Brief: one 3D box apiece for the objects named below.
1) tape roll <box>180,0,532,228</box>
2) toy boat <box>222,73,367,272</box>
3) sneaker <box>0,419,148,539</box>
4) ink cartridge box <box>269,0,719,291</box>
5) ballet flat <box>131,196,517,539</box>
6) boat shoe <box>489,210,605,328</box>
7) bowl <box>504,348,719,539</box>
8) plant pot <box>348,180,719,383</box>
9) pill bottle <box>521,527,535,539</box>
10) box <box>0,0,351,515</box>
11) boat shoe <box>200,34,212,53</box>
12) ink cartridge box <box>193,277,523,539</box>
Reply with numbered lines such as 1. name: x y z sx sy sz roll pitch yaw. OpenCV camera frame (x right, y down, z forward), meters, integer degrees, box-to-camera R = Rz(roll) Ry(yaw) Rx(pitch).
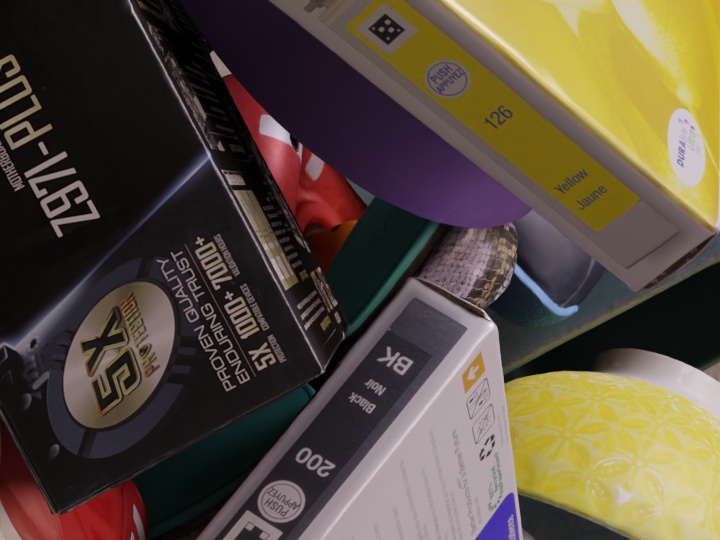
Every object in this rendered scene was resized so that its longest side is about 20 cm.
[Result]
1. tape roll: 0.024 -0.119 0.787 0.200 0.085 0.200 33 35 -27
2. toy boat: 0.000 0.000 0.904 0.200 0.131 0.131 51 32 -45
3. sneaker: -0.125 0.058 0.686 0.116 0.078 0.200 -78 150 -77
4. ink cartridge box: 0.030 -0.118 0.672 0.200 0.047 0.198 39 35 -20
5. ballet flat: -0.011 0.047 0.808 0.200 0.072 0.072 -47 133 -12
6. boat shoe: 0.031 -0.064 0.960 0.069 0.084 0.200 -46 107 -22
7. bowl: 0.121 0.101 1.007 0.200 0.200 0.108 51 58 -45
8. plant pot: 0.098 -0.044 1.098 0.196 0.196 0.200 18 47 -63
9. pill bottle: 0.072 0.195 0.981 0.200 0.109 0.109 50 33 -46
10. box: -0.080 -0.028 0.680 0.164 0.086 0.200 62 3 -2
11. boat shoe: -0.086 -0.120 0.868 0.200 0.060 0.076 -5 79 -68
12. ink cartridge box: -0.015 0.134 0.773 0.200 0.043 0.198 -51 152 -26
